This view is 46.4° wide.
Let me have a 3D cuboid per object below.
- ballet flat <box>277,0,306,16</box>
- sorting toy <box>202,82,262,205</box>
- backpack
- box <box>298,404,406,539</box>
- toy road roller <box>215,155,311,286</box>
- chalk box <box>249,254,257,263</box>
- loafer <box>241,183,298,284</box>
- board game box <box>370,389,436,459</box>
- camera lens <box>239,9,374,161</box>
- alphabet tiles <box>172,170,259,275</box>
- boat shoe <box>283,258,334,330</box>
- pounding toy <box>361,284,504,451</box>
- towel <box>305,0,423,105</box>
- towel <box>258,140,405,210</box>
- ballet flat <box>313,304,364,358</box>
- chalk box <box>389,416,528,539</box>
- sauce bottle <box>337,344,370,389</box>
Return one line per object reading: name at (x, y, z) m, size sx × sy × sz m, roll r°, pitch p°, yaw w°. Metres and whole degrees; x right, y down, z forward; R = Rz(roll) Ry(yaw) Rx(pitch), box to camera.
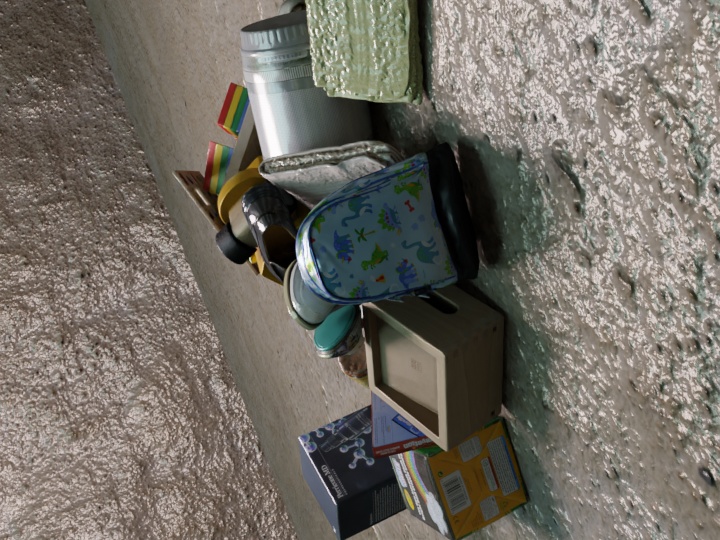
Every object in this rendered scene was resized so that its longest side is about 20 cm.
ballet flat at (-0.073, -0.296, 1.230) m, size 0.063 × 0.067 × 0.203 m, roll 12°, pitch 120°, yaw 60°
sorting toy at (-0.194, -0.198, 1.387) m, size 0.200 × 0.068 × 0.202 m, roll 22°, pitch -94°, yaw -84°
backpack at (0.023, -0.038, 0.956) m, size 0.154 × 0.196 × 0.166 m, roll -53°, pitch -50°, yaw -69°
box at (0.017, 0.318, 1.380) m, size 0.149 × 0.197 × 0.108 m, roll 50°, pitch 154°, yaw 42°
toy road roller at (-0.115, -0.076, 1.221) m, size 0.199 × 0.123 × 0.147 m, roll 30°, pitch -153°, yaw -38°
chalk box at (-0.108, -0.105, 1.365) m, size 0.200 × 0.122 × 0.126 m, roll -57°, pitch -43°, yaw -69°
loafer at (-0.100, -0.021, 1.122) m, size 0.201 × 0.072 × 0.073 m, roll 59°, pitch -174°, yaw -46°
board game box at (0.065, 0.194, 1.163) m, size 0.200 × 0.101 × 0.020 m, roll -89°, pitch -17°, yaw -74°
camera lens at (-0.071, -0.237, 1.134) m, size 0.160 × 0.158 × 0.203 m, roll 35°, pitch 141°, yaw 59°
alphabet tiles at (-0.218, -0.078, 1.350) m, size 0.201 × 0.008 × 0.167 m, roll 54°, pitch -175°, yaw -4°
boat shoe at (-0.039, -0.009, 1.060) m, size 0.075 × 0.201 × 0.068 m, roll 42°, pitch 125°, yaw -18°
pounding toy at (0.092, 0.077, 1.076) m, size 0.199 × 0.141 × 0.187 m, roll 33°, pitch 140°, yaw 42°
towel at (0.003, -0.289, 0.972) m, size 0.146 × 0.037 × 0.203 m, roll 12°, pitch 130°, yaw 24°
towel at (-0.017, -0.111, 1.061) m, size 0.197 × 0.132 × 0.035 m, roll -3°, pitch 66°, yaw 36°
ballet flat at (-0.022, 0.068, 1.086) m, size 0.201 × 0.071 × 0.073 m, roll -100°, pitch 0°, yaw -63°
chalk box at (0.120, 0.270, 1.170) m, size 0.127 × 0.122 × 0.200 m, roll 71°, pitch 162°, yaw -6°
sauce bottle at (0.020, 0.154, 1.328) m, size 0.067 × 0.065 × 0.200 m, roll 61°, pitch -173°, yaw 24°
